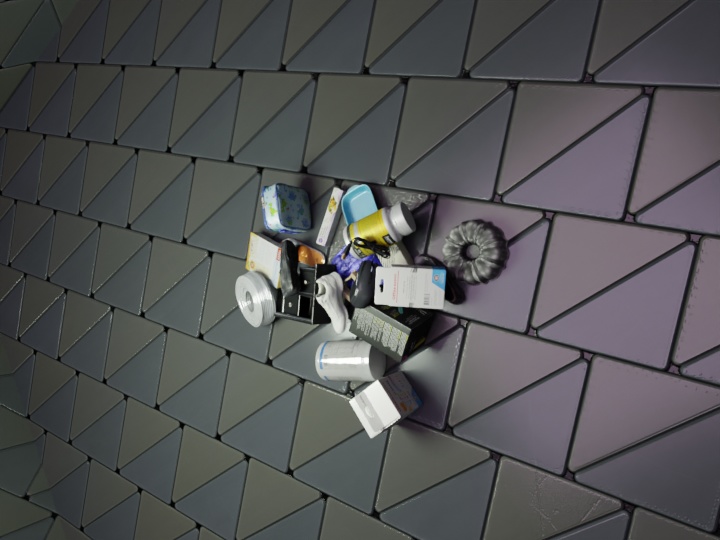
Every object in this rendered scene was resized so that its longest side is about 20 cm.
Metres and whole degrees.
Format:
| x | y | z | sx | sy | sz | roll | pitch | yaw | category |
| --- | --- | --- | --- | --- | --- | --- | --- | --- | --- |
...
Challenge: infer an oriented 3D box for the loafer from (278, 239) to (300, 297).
| x | y | z | sx | sy | sz | roll | pitch | yaw | category |
| --- | --- | --- | --- | --- | --- | --- | --- | --- | --- |
| -0.244 | -0.008 | 1.724 | 0.070 | 0.068 | 0.202 | -27 | 59 | 32 | loafer |

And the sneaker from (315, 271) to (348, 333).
| x | y | z | sx | sy | sz | roll | pitch | yaw | category |
| --- | --- | --- | --- | --- | --- | --- | --- | --- | --- |
| -0.098 | 0.110 | 1.673 | 0.075 | 0.099 | 0.201 | -2 | 101 | 53 | sneaker |

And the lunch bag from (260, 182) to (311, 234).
| x | y | z | sx | sy | sz | roll | pitch | yaw | category |
| --- | --- | --- | --- | --- | --- | --- | --- | --- | --- |
| -0.249 | -0.204 | 1.757 | 0.082 | 0.200 | 0.162 | -10 | 85 | 28 | lunch bag |

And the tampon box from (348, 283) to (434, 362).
| x | y | z | sx | sy | sz | roll | pitch | yaw | category |
| --- | --- | --- | --- | --- | --- | --- | --- | --- | --- |
| 0.094 | 0.158 | 1.580 | 0.199 | 0.150 | 0.127 | 29 | 121 | 26 | tampon box |

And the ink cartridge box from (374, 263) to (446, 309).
| x | y | z | sx | sy | sz | roll | pitch | yaw | category |
| --- | --- | --- | --- | --- | --- | --- | --- | --- | --- |
| 0.144 | 0.044 | 1.505 | 0.198 | 0.067 | 0.117 | 4 | 100 | 5 | ink cartridge box |

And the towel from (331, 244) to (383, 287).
| x | y | z | sx | sy | sz | roll | pitch | yaw | category |
| --- | --- | --- | --- | --- | --- | --- | --- | --- | --- |
| 0.000 | 0.000 | 1.705 | 0.148 | 0.049 | 0.200 | -48 | 69 | 20 | towel |

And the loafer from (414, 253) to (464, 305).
| x | y | z | sx | sy | sz | roll | pitch | yaw | category |
| --- | --- | --- | --- | --- | --- | --- | --- | --- | --- |
| 0.234 | 0.023 | 1.570 | 0.072 | 0.063 | 0.200 | -49 | 69 | 18 | loafer |

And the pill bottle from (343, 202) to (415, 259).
| x | y | z | sx | sy | sz | roll | pitch | yaw | category |
| --- | --- | --- | --- | --- | --- | --- | --- | --- | --- |
| 0.058 | -0.121 | 1.563 | 0.199 | 0.114 | 0.115 | -25 | 78 | 23 | pill bottle |

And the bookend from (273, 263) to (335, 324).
| x | y | z | sx | sy | sz | roll | pitch | yaw | category |
| --- | --- | --- | --- | --- | --- | --- | --- | --- | --- |
| -0.191 | 0.070 | 1.758 | 0.198 | 0.092 | 0.202 | 8 | 93 | 41 | bookend |

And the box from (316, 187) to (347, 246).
| x | y | z | sx | sy | sz | roll | pitch | yaw | category |
| --- | --- | --- | --- | --- | --- | --- | --- | --- | --- |
| -0.097 | -0.181 | 1.765 | 0.039 | 0.041 | 0.201 | 24 | 101 | 27 | box |

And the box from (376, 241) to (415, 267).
| x | y | z | sx | sy | sz | roll | pitch | yaw | category |
| --- | --- | --- | --- | --- | --- | --- | --- | --- | --- |
| 0.113 | -0.031 | 1.633 | 0.082 | 0.068 | 0.201 | -36 | 72 | 21 | box |

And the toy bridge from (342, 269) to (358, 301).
| x | y | z | sx | sy | sz | roll | pitch | yaw | category |
| --- | --- | --- | --- | --- | --- | --- | --- | --- | --- |
| -0.046 | 0.072 | 1.698 | 0.067 | 0.027 | 0.201 | 45 | 133 | 28 | toy bridge |

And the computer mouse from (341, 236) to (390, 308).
| x | y | z | sx | sy | sz | roll | pitch | yaw | category |
| --- | --- | --- | --- | --- | --- | --- | --- | --- | --- |
| 0.002 | 0.003 | 1.492 | 0.140 | 0.046 | 0.201 | 26 | 83 | -17 | computer mouse |

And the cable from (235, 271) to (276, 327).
| x | y | z | sx | sy | sz | roll | pitch | yaw | category |
| --- | --- | --- | --- | --- | --- | --- | --- | --- | --- |
| -0.375 | 0.102 | 1.852 | 0.200 | 0.069 | 0.201 | -19 | 88 | 56 | cable |

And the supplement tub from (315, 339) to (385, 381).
| x | y | z | sx | sy | sz | roll | pitch | yaw | category |
| --- | --- | --- | --- | --- | --- | --- | --- | --- | --- |
| -0.032 | 0.290 | 1.670 | 0.199 | 0.132 | 0.133 | -5 | 87 | 27 | supplement tub |

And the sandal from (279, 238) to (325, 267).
| x | y | z | sx | sy | sz | roll | pitch | yaw | category |
| --- | --- | --- | --- | --- | --- | --- | --- | --- | --- |
| -0.218 | -0.063 | 1.817 | 0.206 | 0.059 | 0.080 | 17 | 96 | 27 | sandal |

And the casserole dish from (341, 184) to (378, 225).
| x | y | z | sx | sy | sz | roll | pitch | yaw | category |
| --- | --- | --- | --- | --- | --- | --- | --- | --- | --- |
| 0.008 | -0.186 | 1.697 | 0.121 | 0.039 | 0.201 | -28 | 67 | 25 | casserole dish |

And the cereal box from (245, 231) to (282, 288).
| x | y | z | sx | sy | sz | roll | pitch | yaw | category |
| --- | --- | --- | --- | --- | --- | --- | --- | --- | --- |
| -0.333 | -0.040 | 1.856 | 0.199 | 0.039 | 0.145 | 28 | 113 | 38 | cereal box |

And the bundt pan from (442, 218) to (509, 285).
| x | y | z | sx | sy | sz | roll | pitch | yaw | category |
| --- | --- | --- | --- | --- | --- | --- | --- | --- | --- |
| 0.327 | -0.055 | 1.517 | 0.201 | 0.076 | 0.203 | 0 | 89 | 29 | bundt pan |

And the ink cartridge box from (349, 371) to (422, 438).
| x | y | z | sx | sy | sz | roll | pitch | yaw | category |
| --- | --- | --- | --- | --- | --- | --- | --- | --- | --- |
| 0.075 | 0.405 | 1.570 | 0.125 | 0.200 | 0.129 | -42 | 71 | 21 | ink cartridge box |
